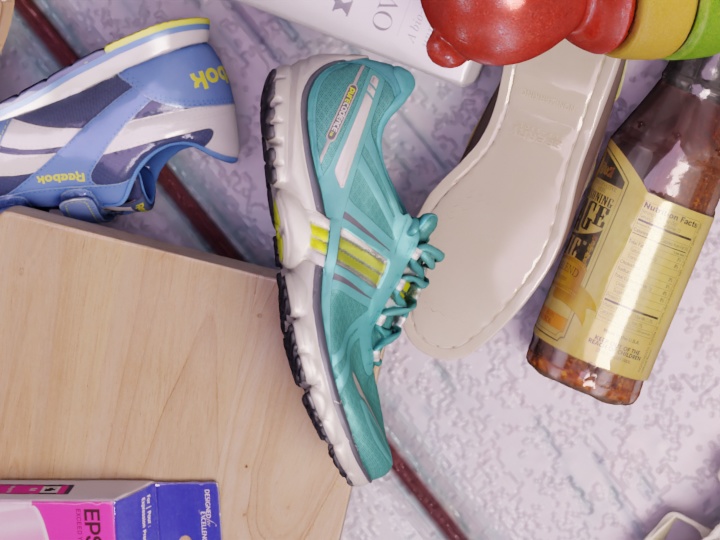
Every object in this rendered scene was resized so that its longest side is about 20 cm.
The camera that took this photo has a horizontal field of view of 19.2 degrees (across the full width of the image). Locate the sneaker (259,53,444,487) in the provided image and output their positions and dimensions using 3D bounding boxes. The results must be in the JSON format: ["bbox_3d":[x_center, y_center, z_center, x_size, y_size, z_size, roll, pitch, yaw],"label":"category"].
[{"bbox_3d":[0.000,0.000,0.977,0.079,0.078,0.201,-5,93,-4],"label":"sneaker"}]

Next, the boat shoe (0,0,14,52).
[{"bbox_3d":[-0.208,-0.163,1.069,0.072,0.065,0.201,10,96,-15],"label":"boat shoe"}]

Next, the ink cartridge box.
[{"bbox_3d":[-0.167,0.153,1.048,0.199,0.037,0.095,-1,103,6],"label":"ink cartridge box"}]

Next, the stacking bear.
[{"bbox_3d":[0.118,-0.142,0.924,0.199,0.114,0.122,-15,139,-18],"label":"stacking bear"}]

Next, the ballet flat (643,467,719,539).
[{"bbox_3d":[0.185,0.135,1.065,0.200,0.072,0.072,-44,91,6],"label":"ballet flat"}]

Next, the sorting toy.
[{"bbox_3d":[-0.098,0.081,1.075,0.198,0.070,0.201,14,104,4],"label":"sorting toy"}]

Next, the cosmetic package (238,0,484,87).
[{"bbox_3d":[-0.004,-0.216,1.015,0.199,0.123,0.200,21,98,4],"label":"cosmetic package"}]

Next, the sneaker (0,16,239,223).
[{"bbox_3d":[-0.151,-0.054,1.071,0.199,0.074,0.083,-26,95,9],"label":"sneaker"}]

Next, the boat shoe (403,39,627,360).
[{"bbox_3d":[0.080,-0.049,1.053,0.072,0.059,0.201,23,96,15],"label":"boat shoe"}]

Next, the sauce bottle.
[{"bbox_3d":[0.144,-0.035,1.050,0.066,0.066,0.201,22,95,3],"label":"sauce bottle"}]
